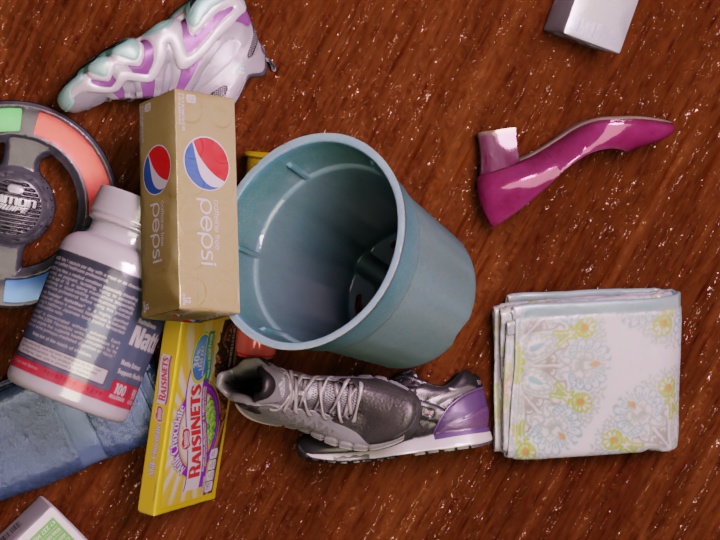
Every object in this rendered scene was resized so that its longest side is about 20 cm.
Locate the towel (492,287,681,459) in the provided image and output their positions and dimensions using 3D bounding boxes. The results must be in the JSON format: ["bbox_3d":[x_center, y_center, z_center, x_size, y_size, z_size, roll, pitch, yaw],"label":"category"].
[{"bbox_3d":[0.233,0.106,1.670,0.200,0.048,0.171,-2,104,-9],"label":"towel"}]

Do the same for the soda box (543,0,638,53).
[{"bbox_3d":[0.248,-0.316,1.578,0.063,0.068,0.200,17,98,-13],"label":"soda box"}]

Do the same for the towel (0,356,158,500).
[{"bbox_3d":[-0.288,0.143,1.588,0.200,0.049,0.112,-22,104,-6],"label":"towel"}]

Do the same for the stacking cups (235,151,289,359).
[{"bbox_3d":[-0.097,-0.014,1.574,0.060,0.061,0.200,7,95,-11],"label":"stacking cups"}]

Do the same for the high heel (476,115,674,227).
[{"bbox_3d":[0.215,-0.101,1.615,0.200,0.067,0.096,-6,92,7],"label":"high heel"}]

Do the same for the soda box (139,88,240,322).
[{"bbox_3d":[-0.154,-0.056,1.454,0.068,0.064,0.200,6,77,-39],"label":"soda box"}]

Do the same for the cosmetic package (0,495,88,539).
[{"bbox_3d":[-0.280,0.331,1.598,0.108,0.085,0.200,-46,103,-14],"label":"cosmetic package"}]

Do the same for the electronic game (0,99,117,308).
[{"bbox_3d":[-0.331,-0.062,1.544,0.200,0.042,0.200,-2,101,-9],"label":"electronic game"}]

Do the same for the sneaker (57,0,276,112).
[{"bbox_3d":[-0.173,-0.166,1.532,0.200,0.078,0.140,-31,103,-2],"label":"sneaker"}]

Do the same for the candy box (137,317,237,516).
[{"bbox_3d":[-0.165,0.135,1.585,0.026,0.102,0.200,15,101,32],"label":"candy box"}]

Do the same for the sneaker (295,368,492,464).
[{"bbox_3d":[0.030,0.145,1.640,0.200,0.076,0.088,-7,87,-12],"label":"sneaker"}]

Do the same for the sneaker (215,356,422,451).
[{"bbox_3d":[-0.049,0.125,1.548,0.200,0.115,0.075,4,78,22],"label":"sneaker"}]

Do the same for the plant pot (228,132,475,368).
[{"bbox_3d":[0.000,0.000,1.513,0.200,0.200,0.196,-55,145,4],"label":"plant pot"}]

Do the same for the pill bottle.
[{"bbox_3d":[-0.236,0.029,1.503,0.120,0.120,0.200,22,85,-13],"label":"pill bottle"}]
